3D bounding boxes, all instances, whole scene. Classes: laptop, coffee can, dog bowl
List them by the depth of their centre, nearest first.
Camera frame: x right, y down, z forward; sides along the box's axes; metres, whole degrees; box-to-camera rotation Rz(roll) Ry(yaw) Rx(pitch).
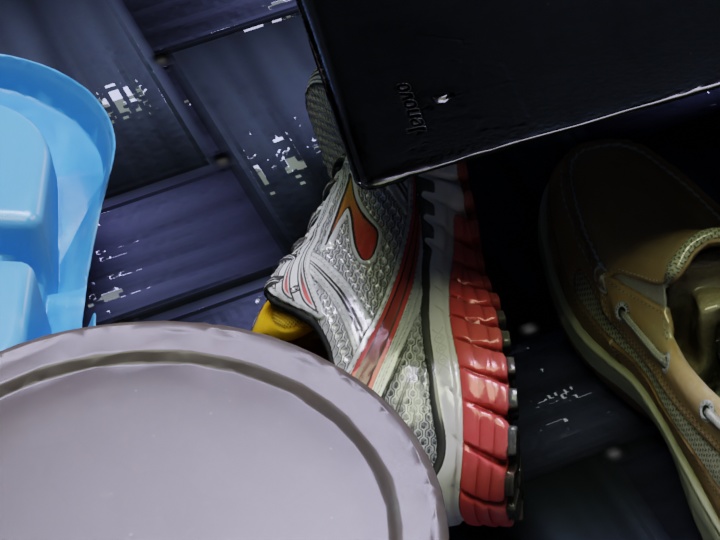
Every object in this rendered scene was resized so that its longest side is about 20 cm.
[{"bbox_3d":[-0.049,0.135,0.733,0.146,0.201,0.147,-1,42,1],"label":"coffee can"},{"bbox_3d":[0.096,-0.055,0.971,0.116,0.200,0.187,-46,26,16],"label":"laptop"},{"bbox_3d":[-0.140,0.005,0.972,0.111,0.050,0.200,2,41,-2],"label":"dog bowl"}]

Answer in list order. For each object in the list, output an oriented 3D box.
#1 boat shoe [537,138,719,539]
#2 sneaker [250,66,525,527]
[{"bbox_3d":[0.113,0.013,0.936,0.071,0.076,0.200,-19,46,-13],"label":"boat shoe"},{"bbox_3d":[0.000,0.000,0.958,0.082,0.078,0.200,-8,44,-2],"label":"sneaker"}]
